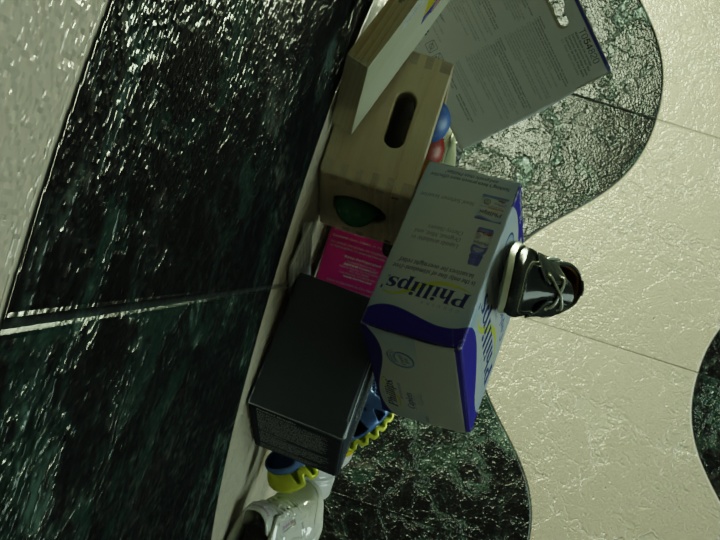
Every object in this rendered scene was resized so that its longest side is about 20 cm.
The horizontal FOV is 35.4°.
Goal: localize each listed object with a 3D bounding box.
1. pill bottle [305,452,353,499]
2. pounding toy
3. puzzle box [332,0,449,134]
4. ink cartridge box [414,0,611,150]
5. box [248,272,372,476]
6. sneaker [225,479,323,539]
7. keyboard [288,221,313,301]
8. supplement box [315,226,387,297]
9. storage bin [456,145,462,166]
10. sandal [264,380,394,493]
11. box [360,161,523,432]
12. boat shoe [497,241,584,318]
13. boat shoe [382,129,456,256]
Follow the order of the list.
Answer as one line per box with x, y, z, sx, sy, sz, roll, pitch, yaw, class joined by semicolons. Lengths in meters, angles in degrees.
-0.052;0.186;1.446;0.111;0.110;0.203;-58;166;-77;pill bottle
0.038;-0.103;1.220;0.184;0.140;0.202;96;12;-73;pounding toy
0.041;-0.239;1.090;0.201;0.025;0.133;-56;174;-21;puzzle box
0.162;-0.274;1.318;0.201;0.198;0.041;62;13;-10;ink cartridge box
-0.044;0.117;1.213;0.200;0.106;0.150;99;11;-69;box
-0.098;0.301;1.326;0.200;0.074;0.101;-44;149;-51;sneaker
-0.065;0.012;1.209;0.200;0.011;0.057;98;9;-67;keyboard
0.000;0.000;1.385;0.102;0.102;0.202;107;1;-55;supplement box
0.095;-0.166;1.935;0.201;0.133;0.095;101;7;-62;storage bin
-0.038;0.176;1.339;0.199;0.088;0.079;-36;-151;-15;sandal
0.090;0.030;1.144;0.185;0.104;0.202;76;33;-56;box
0.182;0.013;1.135;0.200;0.067;0.073;1;102;-70;boat shoe
0.070;-0.093;1.356;0.075;0.065;0.202;65;35;-60;boat shoe
